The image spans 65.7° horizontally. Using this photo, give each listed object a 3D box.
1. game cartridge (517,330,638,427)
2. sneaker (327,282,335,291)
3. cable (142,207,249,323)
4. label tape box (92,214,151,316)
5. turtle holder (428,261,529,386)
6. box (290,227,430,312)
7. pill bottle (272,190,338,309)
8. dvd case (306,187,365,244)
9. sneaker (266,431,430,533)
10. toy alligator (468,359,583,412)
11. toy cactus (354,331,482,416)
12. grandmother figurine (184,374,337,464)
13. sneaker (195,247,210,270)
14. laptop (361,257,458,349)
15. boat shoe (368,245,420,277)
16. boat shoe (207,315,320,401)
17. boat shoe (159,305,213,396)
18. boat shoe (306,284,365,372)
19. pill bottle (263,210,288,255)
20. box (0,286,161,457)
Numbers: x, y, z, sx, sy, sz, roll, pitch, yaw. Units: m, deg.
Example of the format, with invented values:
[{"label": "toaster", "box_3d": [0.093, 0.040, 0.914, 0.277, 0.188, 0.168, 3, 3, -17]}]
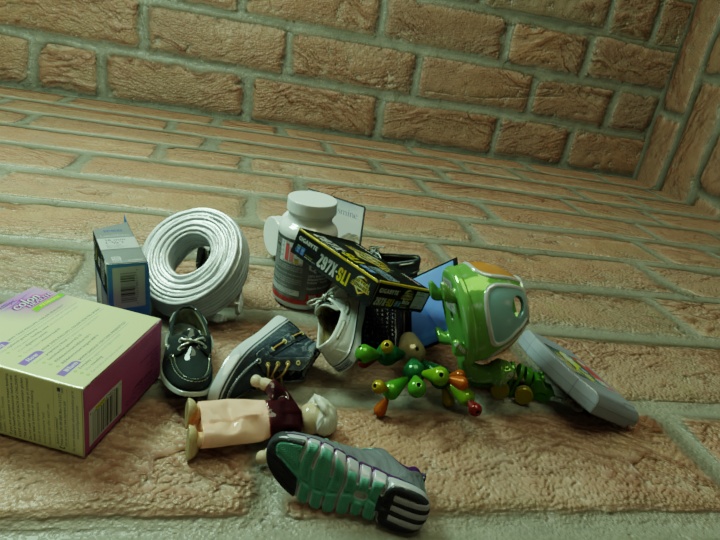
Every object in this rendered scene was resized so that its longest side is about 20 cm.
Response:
[{"label": "game cartridge", "box_3d": [0.354, 0.174, 0.931, 0.131, 0.041, 0.200, 21, 17, -28]}, {"label": "sneaker", "box_3d": [0.032, 0.047, 1.084, 0.197, 0.077, 0.087, -6, 27, -33]}, {"label": "cable", "box_3d": [-0.290, -0.014, 0.969, 0.195, 0.070, 0.204, 0, 62, 10]}, {"label": "label tape box", "box_3d": [-0.386, 0.014, 0.888, 0.062, 0.147, 0.200, -7, 28, -31]}, {"label": "turtle holder", "box_3d": [0.187, 0.078, 0.844, 0.129, 0.189, 0.141, -11, -19, -5]}, {"label": "box", "box_3d": [0.000, 0.000, 0.939, 0.199, 0.050, 0.158, 34, 15, 36]}, {"label": "pill bottle", "box_3d": [-0.103, -0.039, 1.060, 0.113, 0.204, 0.116, 8, 23, -4]}, {"label": "dvd case", "box_3d": [-0.064, -0.072, 1.205, 0.140, 0.018, 0.204, 15, 61, -15]}, {"label": "sneaker", "box_3d": [-0.014, 0.236, 0.657, 0.197, 0.076, 0.088, 24, 13, 2]}, {"label": "toy alligator", "box_3d": [0.273, 0.181, 0.909, 0.195, 0.055, 0.059, 12, 23, 3]}, {"label": "toy cactus", "box_3d": [0.081, 0.152, 0.846, 0.196, 0.104, 0.166, 14, 19, -5]}, {"label": "grandmother figurine", "box_3d": [-0.122, 0.190, 0.717, 0.196, 0.061, 0.123, 4, 56, -23]}, {"label": "sneaker", "box_3d": [-0.272, -0.012, 1.092, 0.086, 0.077, 0.201, 8, 23, -21]}, {"label": "laptop", "box_3d": [0.067, 0.047, 0.988, 0.196, 0.104, 0.179, 15, 44, -10]}, {"label": "boat shoe", "box_3d": [0.039, -0.021, 1.258, 0.195, 0.063, 0.075, 10, 25, 0]}, {"label": "boat shoe", "box_3d": [-0.130, 0.140, 0.807, 0.090, 0.072, 0.200, 28, 34, 11]}, {"label": "boat shoe", "box_3d": [-0.249, 0.110, 0.801, 0.074, 0.062, 0.200, 7, 16, -28]}, {"label": "boat shoe", "box_3d": [-0.046, 0.067, 0.898, 0.086, 0.074, 0.204, 45, 27, -24]}, {"label": "pill bottle", "box_3d": [-0.115, -0.086, 1.274, 0.197, 0.115, 0.112, -8, 29, -37]}, {"label": "box", "box_3d": [-0.386, 0.119, 0.708, 0.196, 0.099, 0.176, 14, 23, 4]}]
